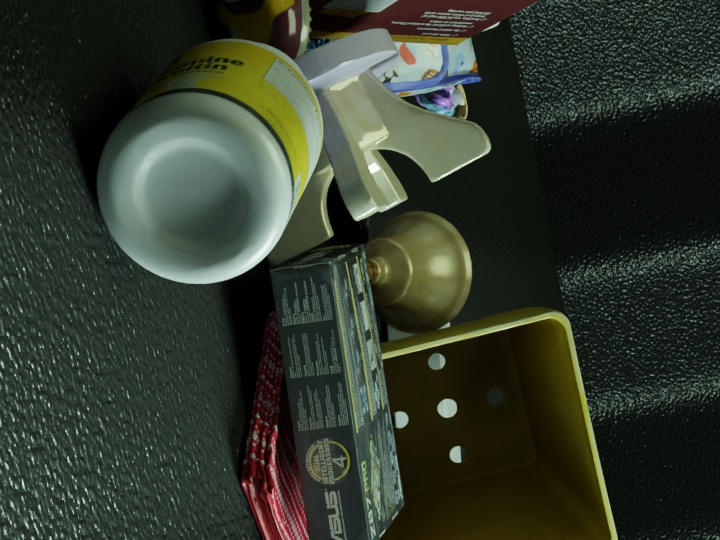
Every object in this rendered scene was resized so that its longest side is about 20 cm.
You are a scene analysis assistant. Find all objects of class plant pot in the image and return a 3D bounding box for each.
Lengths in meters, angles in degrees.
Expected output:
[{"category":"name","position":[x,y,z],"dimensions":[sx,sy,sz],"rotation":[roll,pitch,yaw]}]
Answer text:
[{"category":"plant pot","position":[0.079,0.131,1.672],"dimensions":[0.176,0.200,0.200],"rotation":[-102,178,-79]}]

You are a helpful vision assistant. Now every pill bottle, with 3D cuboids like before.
[{"category":"pill bottle","position":[-0.082,-0.075,1.234],"dimensions":[0.200,0.112,0.112],"rotation":[-71,148,-69]}]

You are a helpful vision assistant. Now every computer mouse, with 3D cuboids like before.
[{"category":"computer mouse","position":[-0.001,-0.011,1.814],"dimensions":[0.059,0.034,0.200],"rotation":[-82,164,-57]}]

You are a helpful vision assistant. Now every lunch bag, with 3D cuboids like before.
[{"category":"lunch bag","position":[0.024,-0.245,1.940],"dimensions":[0.200,0.124,0.170],"rotation":[-13,93,-62]}]

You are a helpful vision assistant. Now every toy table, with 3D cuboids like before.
[{"category":"toy table","position":[-0.012,-0.094,1.510],"dimensions":[0.117,0.184,0.200],"rotation":[62,21,1]}]

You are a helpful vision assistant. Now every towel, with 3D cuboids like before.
[{"category":"towel","position":[-0.045,0.139,1.444],"dimensions":[0.200,0.022,0.145],"rotation":[-85,161,-56]}]

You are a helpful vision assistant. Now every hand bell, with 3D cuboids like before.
[{"category":"hand bell","position":[0.000,0.000,1.665],"dimensions":[0.200,0.104,0.104],"rotation":[2,76,-61]}]

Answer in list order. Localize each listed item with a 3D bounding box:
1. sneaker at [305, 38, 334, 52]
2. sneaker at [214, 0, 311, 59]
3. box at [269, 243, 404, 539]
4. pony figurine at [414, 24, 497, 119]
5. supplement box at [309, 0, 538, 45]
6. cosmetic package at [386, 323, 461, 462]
[{"category":"sneaker","position":[-0.051,-0.247,1.691],"dimensions":[0.087,0.075,0.200],"rotation":[118,-31,-80]},{"category":"sneaker","position":[-0.092,-0.233,1.492],"dimensions":[0.090,0.075,0.200],"rotation":[10,69,-58]},{"category":"box","position":[-0.014,0.087,1.455],"dimensions":[0.161,0.049,0.200],"rotation":[-39,120,-81]},{"category":"pony figurine","position":[0.069,-0.255,2.153],"dimensions":[0.200,0.166,0.193],"rotation":[-113,-168,-58]},{"category":"supplement box","position":[0.039,-0.266,1.570],"dimensions":[0.200,0.197,0.133],"rotation":[-22,-108,57]},{"category":"cosmetic package","position":[0.056,0.100,1.859],"dimensions":[0.083,0.051,0.200],"rotation":[-47,133,-74]}]
